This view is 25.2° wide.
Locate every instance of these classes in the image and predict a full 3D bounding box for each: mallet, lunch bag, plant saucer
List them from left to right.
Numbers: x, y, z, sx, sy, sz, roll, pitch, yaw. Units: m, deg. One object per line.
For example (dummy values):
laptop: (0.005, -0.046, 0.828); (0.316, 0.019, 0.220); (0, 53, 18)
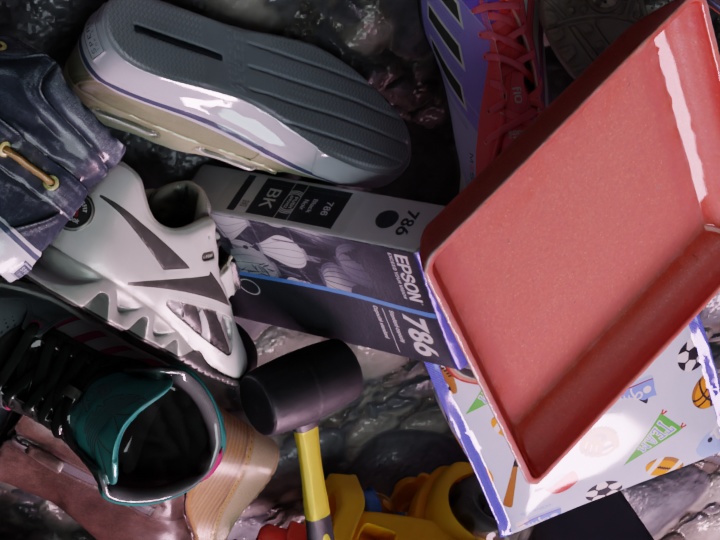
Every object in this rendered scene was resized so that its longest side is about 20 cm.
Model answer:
mallet: (-0.018, 0.132, 0.941); (0.066, 0.041, 0.200); (-29, 122, -27)
lunch bag: (0.121, 0.039, 0.995); (0.170, 0.124, 0.200); (-24, 128, 3)
plant saucer: (0.118, -0.016, 0.831); (0.200, 0.037, 0.200); (-44, 138, -15)

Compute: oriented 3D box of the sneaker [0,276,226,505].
sneaker: (-0.155, 0.069, 0.890); (0.200, 0.121, 0.084); (26, 89, -22)

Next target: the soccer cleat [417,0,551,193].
soccer cleat: (0.076, -0.094, 0.859); (0.068, 0.073, 0.201); (-12, 108, -8)

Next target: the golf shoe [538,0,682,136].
golf shoe: (0.168, -0.106, 0.912); (0.200, 0.097, 0.078); (30, 86, -24)

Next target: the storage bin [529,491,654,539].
storage bin: (0.169, 0.243, 1.189); (0.145, 0.134, 0.200); (-11, 133, -12)

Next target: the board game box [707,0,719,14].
board game box: (0.153, -0.182, 0.781); (0.200, 0.165, 0.057); (31, 103, -38)

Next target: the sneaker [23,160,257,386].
sneaker: (-0.096, 0.002, 0.875); (0.089, 0.074, 0.200); (-61, 153, -6)

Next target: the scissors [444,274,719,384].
scissors: (0.145, 0.029, 0.928); (0.199, 0.014, 0.073); (-2, 106, -6)

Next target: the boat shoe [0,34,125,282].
boat shoe: (-0.209, -0.093, 0.769); (0.200, 0.071, 0.091); (44, 80, -11)

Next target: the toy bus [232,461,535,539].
toy bus: (0.005, 0.204, 1.084); (0.192, 0.200, 0.136); (21, 130, -1)

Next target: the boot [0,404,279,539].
boot: (-0.163, 0.147, 1.036); (0.166, 0.072, 0.200); (20, 122, -20)

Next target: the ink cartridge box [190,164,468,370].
ink cartridge box: (0.000, 0.000, 0.887); (0.200, 0.039, 0.100); (10, 142, 30)

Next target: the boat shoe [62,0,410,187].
boat shoe: (-0.065, -0.089, 0.861); (0.200, 0.072, 0.062); (21, 145, -30)
